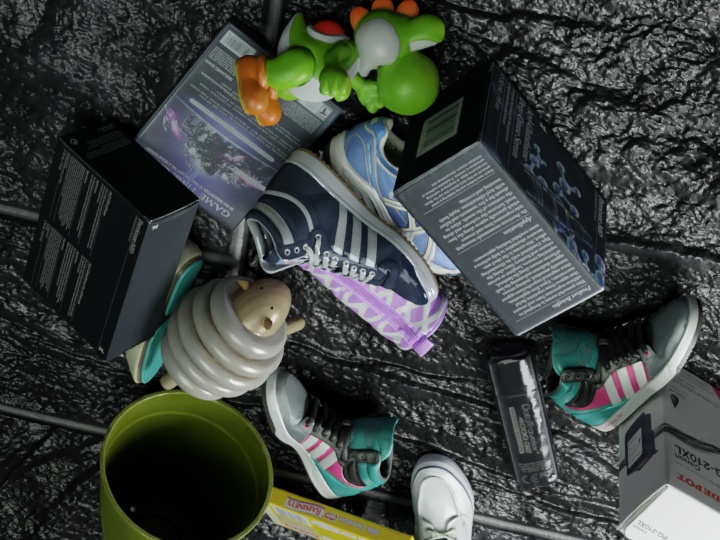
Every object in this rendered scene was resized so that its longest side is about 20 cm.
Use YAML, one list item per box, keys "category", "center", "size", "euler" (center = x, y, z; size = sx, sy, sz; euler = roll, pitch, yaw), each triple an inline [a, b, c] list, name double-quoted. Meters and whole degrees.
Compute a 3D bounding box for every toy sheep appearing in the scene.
- category: "toy sheep"
  center: [-0.145, 0.074, 1.579]
  size: [0.137, 0.138, 0.200]
  euler: [37, 122, -17]

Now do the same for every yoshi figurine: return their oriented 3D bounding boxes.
- category: "yoshi figurine"
  center: [-0.010, -0.176, 1.387]
  size: [0.198, 0.113, 0.113]
  euler: [-16, 132, 7]

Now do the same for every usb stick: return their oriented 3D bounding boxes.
- category: "usb stick"
  center: [0.182, 0.163, 1.653]
  size: [0.055, 0.033, 0.201]
  euler: [-10, 124, 9]

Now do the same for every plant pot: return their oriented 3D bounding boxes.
- category: "plant pot"
  center: [-0.222, 0.275, 1.728]
  size: [0.199, 0.202, 0.193]
  euler: [22, 140, -6]

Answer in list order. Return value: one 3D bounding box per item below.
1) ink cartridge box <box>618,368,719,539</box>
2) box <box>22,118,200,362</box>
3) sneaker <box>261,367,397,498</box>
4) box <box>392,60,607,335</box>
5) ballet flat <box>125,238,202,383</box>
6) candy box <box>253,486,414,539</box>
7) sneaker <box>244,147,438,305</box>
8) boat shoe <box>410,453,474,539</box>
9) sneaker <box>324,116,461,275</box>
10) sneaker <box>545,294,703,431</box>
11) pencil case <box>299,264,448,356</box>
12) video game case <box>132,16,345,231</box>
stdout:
- category: "ink cartridge box"
  center: [0.349, 0.210, 1.550]
  size: [0.144, 0.201, 0.085]
  euler: [30, 126, -13]
- category: "box"
  center: [-0.260, -0.030, 1.525]
  size: [0.141, 0.079, 0.201]
  euler: [43, 132, 21]
- category: "sneaker"
  center: [-0.021, 0.179, 1.658]
  size: [0.120, 0.084, 0.201]
  euler: [-12, 131, 25]
- category: "box"
  center: [0.138, -0.068, 1.415]
  size: [0.107, 0.149, 0.200]
  euler: [-29, 117, 28]
- category: "ballet flat"
  center: [-0.227, 0.037, 1.623]
  size: [0.069, 0.070, 0.201]
  euler: [23, 125, -7]
- category: "candy box"
  center: [-0.024, 0.304, 1.740]
  size: [0.198, 0.027, 0.102]
  euler: [17, 160, 19]
- category: "sneaker"
  center: [-0.024, -0.014, 1.439]
  size: [0.200, 0.109, 0.070]
  euler: [44, 157, -2]
- category: "boat shoe"
  center: [0.102, 0.310, 1.754]
  size: [0.073, 0.067, 0.201]
  euler: [-6, 125, 14]
- category: "sneaker"
  center: [0.055, -0.071, 1.474]
  size: [0.200, 0.076, 0.077]
  euler: [41, 127, -21]
- category: "sneaker"
  center: [0.258, 0.082, 1.551]
  size: [0.120, 0.084, 0.201]
  euler: [22, 129, -18]
- category: "pencil case"
  center: [0.000, 0.000, 1.532]
  size: [0.199, 0.086, 0.084]
  euler: [36, 112, -18]
- category: "video game case"
  center: [-0.130, -0.143, 1.492]
  size: [0.142, 0.019, 0.200]
  euler: [36, 125, -15]
